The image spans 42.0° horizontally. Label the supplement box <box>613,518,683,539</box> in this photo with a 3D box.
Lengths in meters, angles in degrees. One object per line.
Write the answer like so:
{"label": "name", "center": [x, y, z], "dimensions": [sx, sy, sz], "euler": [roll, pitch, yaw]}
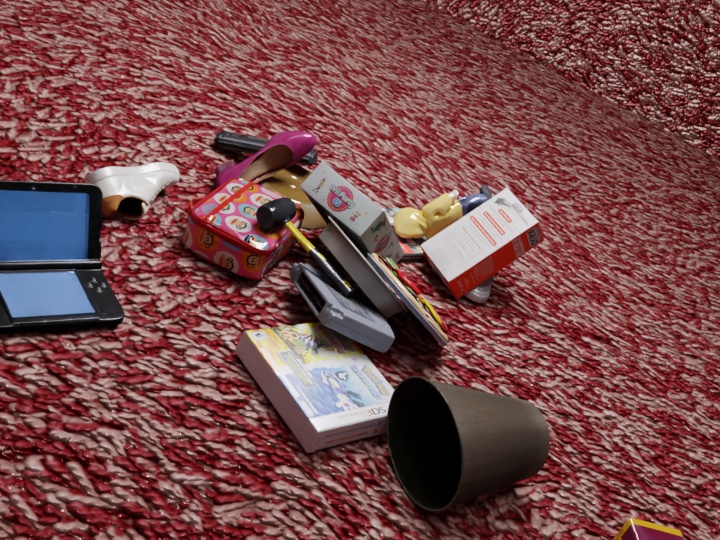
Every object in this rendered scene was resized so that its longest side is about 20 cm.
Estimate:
{"label": "supplement box", "center": [0.372, 0.430, 1.169], "dimensions": [0.085, 0.111, 0.201], "euler": [17, 31, -16]}

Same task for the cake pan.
{"label": "cake pan", "center": [0.000, 0.000, 1.521], "dimensions": [0.201, 0.037, 0.200], "euler": [50, 0, 0]}

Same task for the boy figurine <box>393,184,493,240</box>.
{"label": "boy figurine", "center": [0.157, -0.099, 1.791], "dimensions": [0.197, 0.125, 0.065], "euler": [-15, 50, -8]}

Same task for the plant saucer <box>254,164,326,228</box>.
{"label": "plant saucer", "center": [-0.131, -0.153, 1.749], "dimensions": [0.198, 0.036, 0.201], "euler": [21, 30, -13]}

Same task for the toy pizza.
{"label": "toy pizza", "center": [0.083, 0.042, 1.524], "dimensions": [0.201, 0.032, 0.200], "euler": [49, 1, -1]}

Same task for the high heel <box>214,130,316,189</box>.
{"label": "high heel", "center": [-0.164, -0.182, 1.662], "dimensions": [0.198, 0.068, 0.097], "euler": [-25, 37, 1]}

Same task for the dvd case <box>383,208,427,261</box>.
{"label": "dvd case", "center": [0.086, -0.071, 1.816], "dimensions": [0.198, 0.022, 0.146], "euler": [-4, 42, -41]}

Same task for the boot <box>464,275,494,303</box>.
{"label": "boot", "center": [0.234, -0.025, 1.791], "dimensions": [0.073, 0.096, 0.201], "euler": [23, 30, -6]}

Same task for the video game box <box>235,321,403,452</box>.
{"label": "video game box", "center": [-0.052, 0.157, 1.325], "dimensions": [0.181, 0.047, 0.200], "euler": [-2, 41, -46]}

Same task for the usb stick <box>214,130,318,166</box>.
{"label": "usb stick", "center": [-0.178, -0.232, 1.782], "dimensions": [0.197, 0.033, 0.056], "euler": [12, 21, 7]}

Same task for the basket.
{"label": "basket", "center": [0.157, 0.236, 1.292], "dimensions": [0.198, 0.136, 0.182], "euler": [7, 51, -39]}

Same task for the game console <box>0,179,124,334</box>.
{"label": "game console", "center": [-0.414, -0.020, 1.227], "dimensions": [0.198, 0.117, 0.176], "euler": [-2, 41, -40]}

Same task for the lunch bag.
{"label": "lunch bag", "center": [-0.199, -0.076, 1.537], "dimensions": [0.174, 0.083, 0.200], "euler": [26, 29, 6]}

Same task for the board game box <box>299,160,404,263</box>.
{"label": "board game box", "center": [-0.010, -0.086, 1.611], "dimensions": [0.147, 0.064, 0.200], "euler": [41, -7, 23]}

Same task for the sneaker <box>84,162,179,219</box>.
{"label": "sneaker", "center": [-0.356, -0.122, 1.506], "dimensions": [0.199, 0.072, 0.086], "euler": [-20, 84, -60]}

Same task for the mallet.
{"label": "mallet", "center": [-0.087, -0.034, 1.454], "dimensions": [0.065, 0.041, 0.201], "euler": [-15, 60, -49]}

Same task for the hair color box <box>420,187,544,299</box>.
{"label": "hair color box", "center": [0.225, -0.051, 1.733], "dimensions": [0.111, 0.199, 0.064], "euler": [55, -2, 41]}

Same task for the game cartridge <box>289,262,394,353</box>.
{"label": "game cartridge", "center": [-0.026, 0.057, 1.445], "dimensions": [0.132, 0.042, 0.200], "euler": [31, 8, -29]}
